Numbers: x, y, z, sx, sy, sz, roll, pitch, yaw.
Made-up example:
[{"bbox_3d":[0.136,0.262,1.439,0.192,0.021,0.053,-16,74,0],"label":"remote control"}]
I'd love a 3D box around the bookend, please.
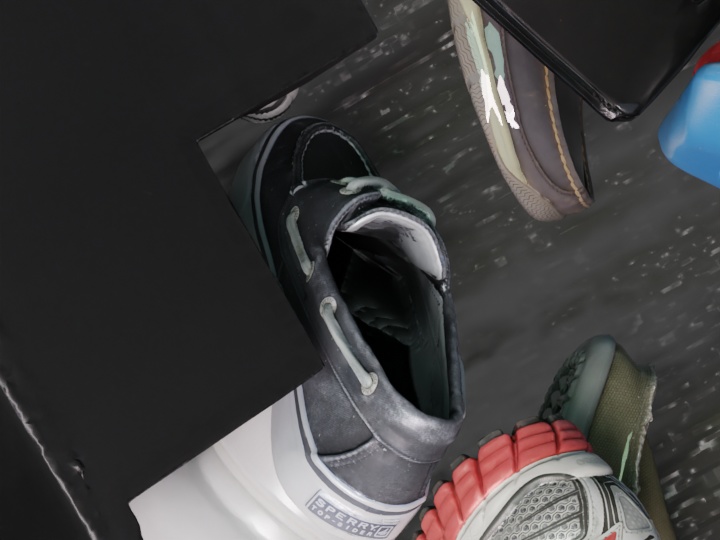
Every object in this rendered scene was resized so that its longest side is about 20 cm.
[{"bbox_3d":[-0.072,-0.032,0.668,0.200,0.092,0.199,-34,96,-32],"label":"bookend"}]

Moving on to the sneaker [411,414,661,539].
[{"bbox_3d":[0.040,0.150,0.681,0.082,0.078,0.200,44,125,38],"label":"sneaker"}]

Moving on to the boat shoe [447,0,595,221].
[{"bbox_3d":[0.069,-0.120,0.742,0.073,0.074,0.201,-9,90,13],"label":"boat shoe"}]

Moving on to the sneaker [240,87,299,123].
[{"bbox_3d":[-0.087,-0.152,0.787,0.200,0.075,0.116,32,89,6],"label":"sneaker"}]

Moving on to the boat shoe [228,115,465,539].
[{"bbox_3d":[0.000,0.000,0.710,0.072,0.200,0.068,21,124,-21],"label":"boat shoe"}]

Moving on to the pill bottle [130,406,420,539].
[{"bbox_3d":[-0.072,0.133,0.760,0.112,0.112,0.200,42,99,9],"label":"pill bottle"}]

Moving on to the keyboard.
[{"bbox_3d":[0.051,-0.150,0.695,0.200,0.040,0.104,41,95,-18],"label":"keyboard"}]

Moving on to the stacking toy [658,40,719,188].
[{"bbox_3d":[0.193,-0.111,0.710,0.110,0.116,0.200,24,82,3],"label":"stacking toy"}]

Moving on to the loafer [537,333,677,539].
[{"bbox_3d":[0.094,0.123,0.749,0.069,0.075,0.201,4,97,0],"label":"loafer"}]
